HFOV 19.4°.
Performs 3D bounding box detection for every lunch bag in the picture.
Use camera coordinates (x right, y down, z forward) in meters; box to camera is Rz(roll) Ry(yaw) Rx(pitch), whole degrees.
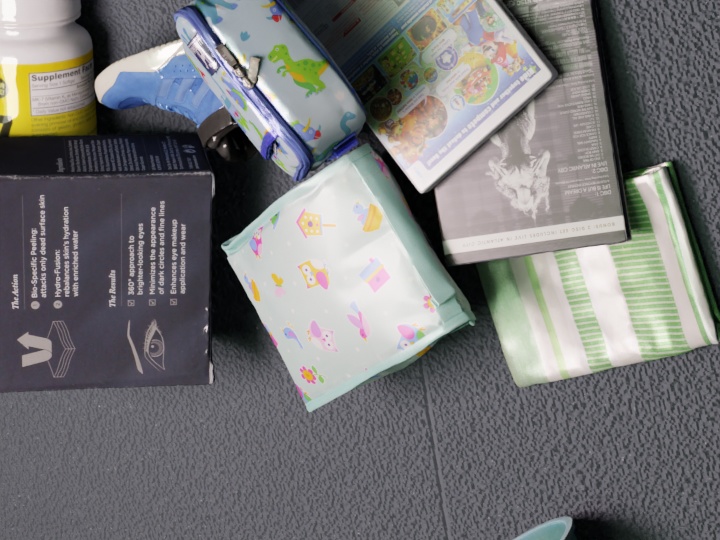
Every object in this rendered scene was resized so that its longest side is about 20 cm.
[{"bbox_3d":[-0.068,-0.147,1.624,0.082,0.200,0.161,-40,93,-4],"label":"lunch bag"},{"bbox_3d":[0.000,0.000,1.696,0.171,0.122,0.200,60,146,3],"label":"lunch bag"}]

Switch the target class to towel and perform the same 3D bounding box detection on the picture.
[{"bbox_3d":[0.178,0.006,1.642,0.199,0.023,0.153,-14,98,39],"label":"towel"}]

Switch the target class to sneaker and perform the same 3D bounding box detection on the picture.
[{"bbox_3d":[-0.140,-0.138,1.791,0.199,0.077,0.112,-15,88,33],"label":"sneaker"}]

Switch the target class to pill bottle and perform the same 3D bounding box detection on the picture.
[{"bbox_3d":[-0.293,-0.160,1.876,0.114,0.114,0.201,13,114,33],"label":"pill bottle"}]

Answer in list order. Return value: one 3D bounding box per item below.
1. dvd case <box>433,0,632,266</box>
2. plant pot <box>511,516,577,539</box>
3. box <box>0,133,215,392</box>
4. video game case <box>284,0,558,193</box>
[{"bbox_3d":[0.120,-0.111,1.604,0.148,0.016,0.201,-8,93,23],"label":"dvd case"},{"bbox_3d":[0.148,0.335,1.691,0.200,0.200,0.196,-36,92,39],"label":"plant pot"},{"bbox_3d":[-0.229,-0.009,1.819,0.117,0.199,0.198,-115,26,-66],"label":"box"},{"bbox_3d":[0.038,-0.181,1.611,0.143,0.018,0.200,-41,80,23],"label":"video game case"}]
